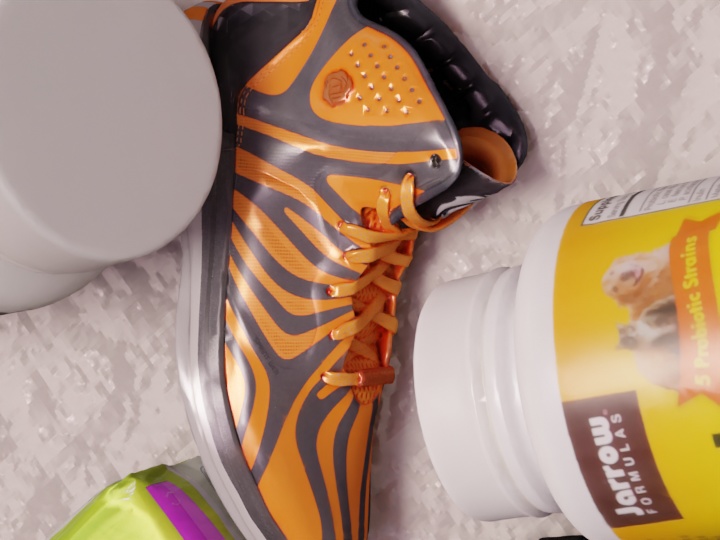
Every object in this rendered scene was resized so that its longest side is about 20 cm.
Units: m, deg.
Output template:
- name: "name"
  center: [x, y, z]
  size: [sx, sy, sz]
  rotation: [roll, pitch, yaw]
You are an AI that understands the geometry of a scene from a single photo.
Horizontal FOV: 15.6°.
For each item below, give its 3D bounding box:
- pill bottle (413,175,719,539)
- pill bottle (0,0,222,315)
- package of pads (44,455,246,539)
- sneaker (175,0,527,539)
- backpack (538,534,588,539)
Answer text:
- name: "pill bottle"
  center: [0.121, 0.024, 0.794]
  size: [0.199, 0.109, 0.110]
  rotation: [-11, 90, 26]
- name: "pill bottle"
  center: [-0.142, -0.038, 0.875]
  size: [0.199, 0.113, 0.115]
  rotation: [-11, 91, 49]
- name: "package of pads"
  center: [-0.091, 0.178, 0.933]
  size: [0.200, 0.068, 0.155]
  rotation: [-44, 77, 22]
- name: "sneaker"
  center: [0.000, 0.000, 0.867]
  size: [0.111, 0.077, 0.201]
  rotation: [-9, 91, 27]
- name: "backpack"
  center: [0.091, 0.192, 0.806]
  size: [0.175, 0.153, 0.201]
  rotation: [-9, 98, 20]
